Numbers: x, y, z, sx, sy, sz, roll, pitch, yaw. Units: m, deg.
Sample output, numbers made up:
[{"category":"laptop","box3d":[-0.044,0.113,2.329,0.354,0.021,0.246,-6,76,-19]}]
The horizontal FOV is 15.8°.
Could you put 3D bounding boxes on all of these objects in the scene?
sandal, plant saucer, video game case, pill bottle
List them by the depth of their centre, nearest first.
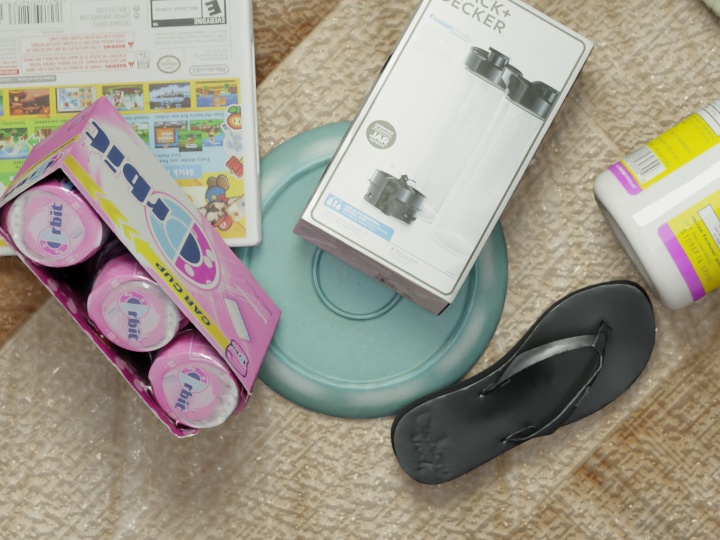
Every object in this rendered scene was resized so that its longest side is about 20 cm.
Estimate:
[{"category":"pill bottle","box3d":[0.258,-0.067,1.685,0.200,0.104,0.105,-32,92,2]},{"category":"sandal","box3d":[0.114,0.081,1.716,0.200,0.043,0.076,-35,101,-1]},{"category":"video game case","box3d":[-0.167,-0.104,1.716,0.199,0.023,0.183,-2,92,8]},{"category":"plant saucer","box3d":[0.000,0.000,1.729,0.199,0.027,0.201,0,92,0]}]

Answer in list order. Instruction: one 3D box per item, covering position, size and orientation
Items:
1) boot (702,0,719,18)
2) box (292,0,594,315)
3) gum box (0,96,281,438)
[{"category":"boot","box3d":[0.263,-0.268,1.696,0.154,0.072,0.200,37,92,1]},{"category":"box","box3d":[0.053,-0.087,1.687,0.116,0.060,0.201,31,79,-1]},{"category":"gum box","box3d":[-0.137,0.002,1.649,0.066,0.114,0.200,-33,107,22]}]
